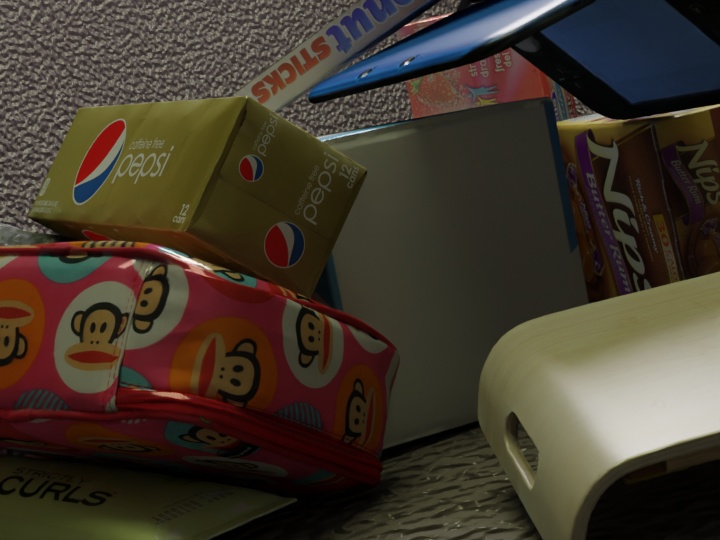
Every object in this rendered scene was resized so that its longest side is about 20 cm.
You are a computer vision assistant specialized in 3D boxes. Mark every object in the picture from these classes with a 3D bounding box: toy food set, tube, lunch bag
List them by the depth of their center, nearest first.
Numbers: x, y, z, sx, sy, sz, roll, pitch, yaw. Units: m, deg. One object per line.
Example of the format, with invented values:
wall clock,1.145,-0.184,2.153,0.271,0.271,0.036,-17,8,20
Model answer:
toy food set,0.151,0.050,0.630,0.199,0.061,0.144,-15,18,-3
tube,-0.125,0.102,0.726,0.199,0.052,0.058,-2,50,38
lunch bag,-0.088,0.046,0.743,0.199,0.083,0.176,1,-14,33

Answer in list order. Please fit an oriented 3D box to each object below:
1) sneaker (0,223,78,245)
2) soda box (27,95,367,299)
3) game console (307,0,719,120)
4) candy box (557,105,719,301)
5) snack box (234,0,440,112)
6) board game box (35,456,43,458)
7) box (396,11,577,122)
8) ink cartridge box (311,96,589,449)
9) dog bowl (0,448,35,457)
sneaker,-0.231,0.010,0.869,0.199,0.060,0.104,6,32,46
soda box,-0.081,-0.034,0.783,0.068,0.064,0.200,30,-12,-27
game console,0.100,-0.094,0.850,0.119,0.170,0.200,-61,22,-13
candy box,0.174,-0.038,1.029,0.056,0.118,0.200,-14,6,-11
snack box,0.021,-0.144,0.915,0.199,0.024,0.072,-32,4,32
board game box,-0.186,0.101,0.957,0.199,0.030,0.095,-6,10,34
box,0.099,-0.081,1.180,0.094,0.202,0.103,-9,8,19
ink cartridge box,0.000,0.000,0.897,0.145,0.148,0.200,-14,7,-28
dog bowl,-0.246,0.078,0.898,0.199,0.074,0.200,-19,17,6
